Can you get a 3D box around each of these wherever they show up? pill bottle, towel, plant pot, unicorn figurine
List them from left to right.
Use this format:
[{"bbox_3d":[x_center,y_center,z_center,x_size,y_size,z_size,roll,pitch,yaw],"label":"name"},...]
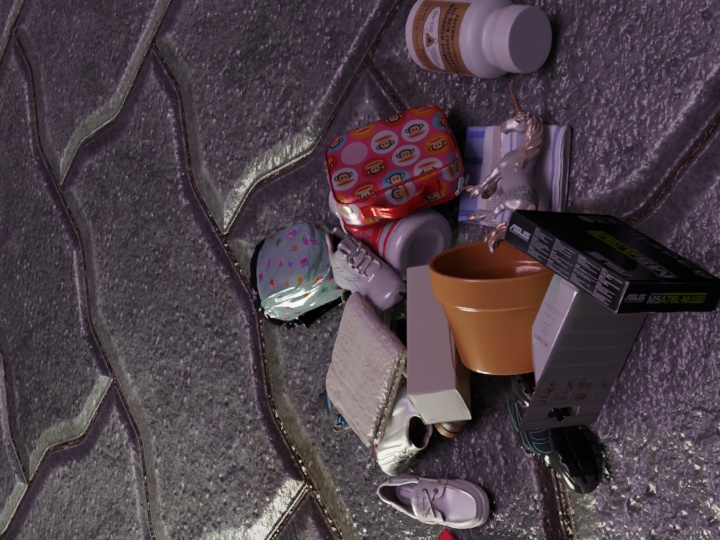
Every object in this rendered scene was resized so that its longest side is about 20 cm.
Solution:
[{"bbox_3d":[0.008,0.145,1.739,0.133,0.034,0.201,48,138,35],"label":"towel"},{"bbox_3d":[0.040,-0.076,1.831,0.200,0.111,0.113,39,118,43],"label":"pill bottle"},{"bbox_3d":[0.166,-0.329,1.689,0.199,0.113,0.116,18,103,49],"label":"pill bottle"},{"bbox_3d":[0.196,0.049,1.597,0.199,0.199,0.142,11,114,49],"label":"plant pot"},{"bbox_3d":[0.203,-0.126,1.635,0.137,0.073,0.202,-36,55,33],"label":"unicorn figurine"},{"bbox_3d":[0.213,-0.132,1.695,0.199,0.024,0.149,9,94,50],"label":"towel"}]

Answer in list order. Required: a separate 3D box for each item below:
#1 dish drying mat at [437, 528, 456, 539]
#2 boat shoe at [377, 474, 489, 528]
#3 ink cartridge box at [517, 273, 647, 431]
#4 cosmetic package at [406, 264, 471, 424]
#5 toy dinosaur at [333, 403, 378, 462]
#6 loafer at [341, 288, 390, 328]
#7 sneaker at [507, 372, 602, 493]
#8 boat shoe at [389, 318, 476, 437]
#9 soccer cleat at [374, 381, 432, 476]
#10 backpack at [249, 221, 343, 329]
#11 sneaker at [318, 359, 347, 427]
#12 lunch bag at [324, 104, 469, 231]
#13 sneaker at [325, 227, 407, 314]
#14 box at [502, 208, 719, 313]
[{"bbox_3d":[0.162,0.472,1.738,0.200,0.018,0.077,50,124,39],"label":"dish drying mat"},{"bbox_3d":[0.103,0.341,1.773,0.199,0.069,0.072,-4,84,49],"label":"boat shoe"},{"bbox_3d":[0.272,0.101,1.510,0.050,0.160,0.202,42,120,42],"label":"ink cartridge box"},{"bbox_3d":[0.110,0.101,1.693,0.072,0.104,0.202,-9,59,14],"label":"cosmetic package"},{"bbox_3d":[0.009,0.203,1.860,0.058,0.100,0.202,-84,-3,-56],"label":"toy dinosaur"},{"bbox_3d":[0.006,0.030,1.858,0.201,0.069,0.070,-93,26,-49],"label":"loafer"},{"bbox_3d":[0.256,0.222,1.607,0.201,0.075,0.080,63,144,40],"label":"sneaker"},{"bbox_3d":[0.107,0.146,1.773,0.201,0.070,0.071,55,143,24],"label":"boat shoe"},{"bbox_3d":[0.067,0.250,1.781,0.078,0.069,0.201,45,147,34],"label":"soccer cleat"},{"bbox_3d":[-0.093,-0.001,1.978,0.199,0.126,0.169,-20,70,45],"label":"backpack"},{"bbox_3d":[-0.019,0.151,1.922,0.082,0.073,0.202,42,119,42],"label":"sneaker"},{"bbox_3d":[0.051,-0.143,1.748,0.198,0.082,0.177,-19,44,6],"label":"lunch bag"},{"bbox_3d":[0.000,0.000,1.769,0.200,0.074,0.088,32,154,54],"label":"sneaker"},{"bbox_3d":[0.304,-0.012,1.451,0.200,0.192,0.048,39,116,44],"label":"box"}]
